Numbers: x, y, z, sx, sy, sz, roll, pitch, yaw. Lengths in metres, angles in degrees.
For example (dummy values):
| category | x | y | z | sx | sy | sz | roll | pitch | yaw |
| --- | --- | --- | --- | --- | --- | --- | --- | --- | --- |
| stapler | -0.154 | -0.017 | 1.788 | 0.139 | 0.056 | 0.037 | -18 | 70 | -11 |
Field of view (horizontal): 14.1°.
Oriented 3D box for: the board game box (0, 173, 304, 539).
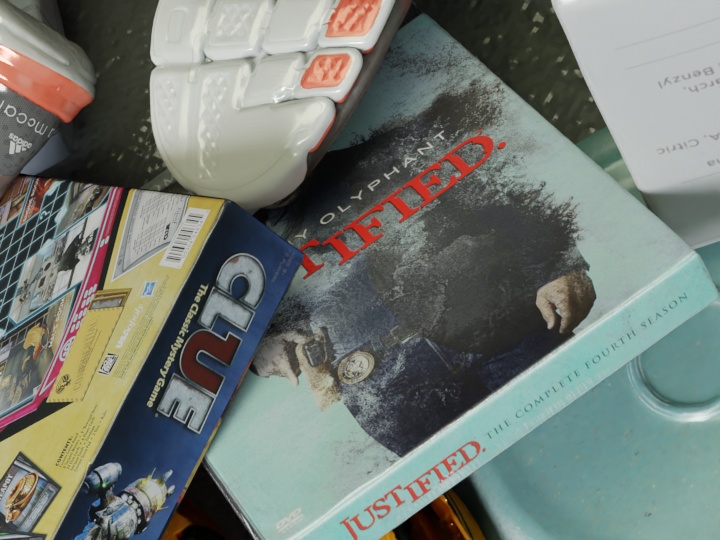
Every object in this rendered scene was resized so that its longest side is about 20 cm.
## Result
| category | x | y | z | sx | sy | sz | roll | pitch | yaw |
| --- | --- | --- | --- | --- | --- | --- | --- | --- | --- |
| board game box | -0.109 | 0.068 | 0.855 | 0.135 | 0.035 | 0.201 | 9 | 68 | 53 |

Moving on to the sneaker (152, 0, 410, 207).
| category | x | y | z | sx | sy | sz | roll | pitch | yaw |
| --- | --- | --- | --- | --- | --- | --- | --- | --- | --- |
| sneaker | 0.000 | -0.103 | 0.917 | 0.077 | 0.082 | 0.201 | 12 | 72 | 27 |

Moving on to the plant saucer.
| category | x | y | z | sx | sy | sz | roll | pitch | yaw |
| --- | --- | --- | --- | --- | --- | --- | --- | --- | --- |
| plant saucer | 0.103 | 0.030 | 0.860 | 0.199 | 0.036 | 0.201 | -9 | 65 | 20 |

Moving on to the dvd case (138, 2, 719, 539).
| category | x | y | z | sx | sy | sz | roll | pitch | yaw |
| --- | --- | --- | --- | --- | --- | --- | --- | --- | --- |
| dvd case | 0.000 | 0.000 | 0.870 | 0.146 | 0.022 | 0.200 | -35 | 33 | -4 |

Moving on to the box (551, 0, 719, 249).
| category | x | y | z | sx | sy | sz | roll | pitch | yaw |
| --- | --- | --- | --- | --- | --- | --- | --- | --- | --- |
| box | 0.147 | -0.141 | 0.837 | 0.199 | 0.131 | 0.200 | -18 | 52 | 12 |

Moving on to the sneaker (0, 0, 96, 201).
| category | x | y | z | sx | sy | sz | roll | pitch | yaw |
| --- | --- | --- | --- | --- | --- | --- | --- | --- | --- |
| sneaker | -0.170 | -0.074 | 0.937 | 0.200 | 0.077 | 0.082 | 32 | 91 | 44 |

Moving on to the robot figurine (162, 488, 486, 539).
| category | x | y | z | sx | sy | sz | roll | pitch | yaw |
| --- | --- | --- | --- | --- | --- | --- | --- | --- | --- |
| robot figurine | -0.003 | 0.131 | 0.844 | 0.145 | 0.058 | 0.200 | -36 | 58 | 17 |

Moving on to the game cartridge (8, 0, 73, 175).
| category | x | y | z | sx | sy | sz | roll | pitch | yaw |
| --- | --- | --- | --- | --- | --- | --- | --- | --- | --- |
| game cartridge | -0.177 | -0.094 | 1.018 | 0.133 | 0.042 | 0.200 | -30 | 53 | 2 |
